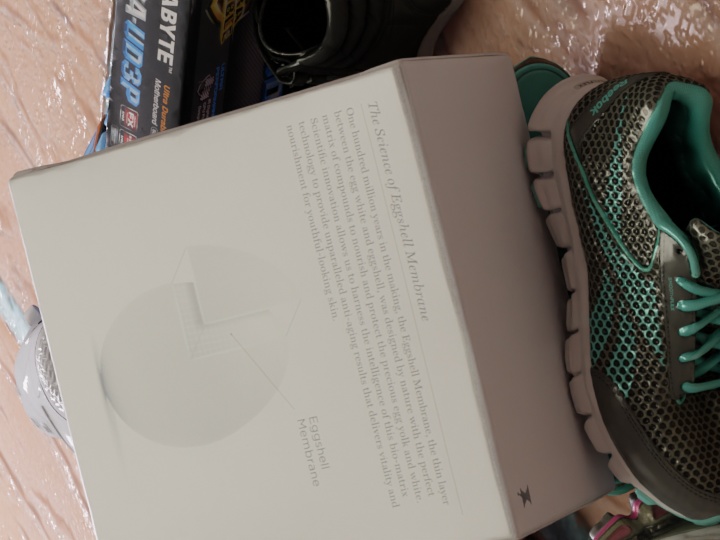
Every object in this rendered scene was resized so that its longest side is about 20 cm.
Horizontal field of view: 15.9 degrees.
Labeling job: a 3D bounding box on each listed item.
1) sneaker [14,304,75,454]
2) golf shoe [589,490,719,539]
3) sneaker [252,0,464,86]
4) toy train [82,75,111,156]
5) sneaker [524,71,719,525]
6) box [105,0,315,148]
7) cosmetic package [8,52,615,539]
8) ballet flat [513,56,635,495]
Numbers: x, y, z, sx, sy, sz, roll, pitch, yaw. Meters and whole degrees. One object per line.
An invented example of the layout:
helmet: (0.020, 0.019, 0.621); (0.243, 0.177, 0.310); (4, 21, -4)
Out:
sneaker: (-0.132, 0.098, 1.508); (0.200, 0.075, 0.115); (57, 165, -18)
golf shoe: (0.097, 0.169, 1.094); (0.092, 0.200, 0.073); (44, 167, 47)
sneaker: (-0.015, -0.109, 1.274); (0.071, 0.099, 0.200); (61, 152, 23)
toy train: (-0.121, -0.042, 1.454); (0.115, 0.086, 0.200); (-62, 13, 17)
sneaker: (0.131, 0.008, 1.082); (0.091, 0.077, 0.201); (-20, 87, 59)
box: (-0.062, -0.122, 1.292); (0.046, 0.159, 0.201); (26, 132, 21)
cosmetic package: (-0.019, 0.027, 1.121); (0.199, 0.123, 0.200); (-14, 90, 28)
ballet flat: (0.087, 0.005, 1.176); (0.070, 0.067, 0.201); (156, 101, -78)
